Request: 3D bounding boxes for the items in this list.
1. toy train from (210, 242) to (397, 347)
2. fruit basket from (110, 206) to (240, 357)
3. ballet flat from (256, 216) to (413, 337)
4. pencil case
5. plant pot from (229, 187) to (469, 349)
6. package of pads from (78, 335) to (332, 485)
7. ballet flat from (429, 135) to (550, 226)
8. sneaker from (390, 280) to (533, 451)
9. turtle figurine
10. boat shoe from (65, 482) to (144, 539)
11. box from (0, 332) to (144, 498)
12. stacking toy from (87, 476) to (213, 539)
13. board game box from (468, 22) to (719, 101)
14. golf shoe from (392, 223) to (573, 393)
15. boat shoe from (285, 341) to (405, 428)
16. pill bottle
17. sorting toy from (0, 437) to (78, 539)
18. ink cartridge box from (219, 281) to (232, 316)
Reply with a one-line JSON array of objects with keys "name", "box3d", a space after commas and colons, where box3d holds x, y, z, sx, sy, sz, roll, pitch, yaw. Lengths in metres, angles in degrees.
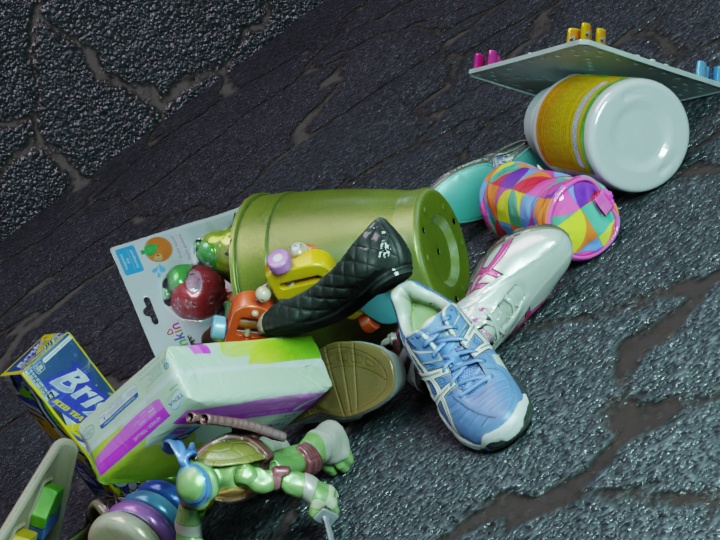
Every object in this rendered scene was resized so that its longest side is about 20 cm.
[{"name": "toy train", "box3d": [-0.039, 0.027, 1.728, 0.198, 0.151, 0.056, 5, 48, -7]}, {"name": "fruit basket", "box3d": [-0.148, 0.017, 1.972, 0.199, 0.186, 0.094, -15, -26, -23]}, {"name": "ballet flat", "box3d": [-0.025, 0.013, 1.637, 0.066, 0.057, 0.200, -9, -17, -47]}, {"name": "pencil case", "box3d": [0.184, -0.063, 1.794, 0.088, 0.089, 0.200, -37, 19, -7]}, {"name": "plant pot", "box3d": [0.000, 0.000, 1.827, 0.192, 0.201, 0.201, -13, 25, 25]}, {"name": "package of pads", "box3d": [-0.142, 0.128, 1.656, 0.154, 0.068, 0.199, -41, -24, 32]}, {"name": "ballet flat", "box3d": [0.159, -0.103, 1.993, 0.199, 0.068, 0.068, -25, 7, -1]}, {"name": "sneaker", "box3d": [0.078, 0.081, 1.547, 0.076, 0.077, 0.200, -40, 39, 0]}, {"name": "turtle figurine", "box3d": [-0.083, 0.211, 1.574, 0.144, 0.200, 0.194, -51, -13, 27]}, {"name": "boat shoe", "box3d": [-0.240, 0.251, 1.773, 0.201, 0.066, 0.072, -46, 22, -27]}, {"name": "box", "box3d": [-0.274, 0.161, 1.850, 0.070, 0.200, 0.064, -44, 19, -28]}, {"name": "stacking toy", "box3d": [-0.171, 0.218, 1.736, 0.085, 0.086, 0.200, -20, 15, 39]}, {"name": "board game box", "box3d": [0.249, -0.210, 1.918, 0.200, 0.199, 0.026, -7, 74, 57]}, {"name": "golf shoe", "box3d": [0.121, 0.041, 1.664, 0.200, 0.073, 0.092, -42, 26, 10]}, {"name": "boat shoe", "box3d": [-0.014, 0.108, 1.725, 0.069, 0.071, 0.199, 2, -12, -38]}, {"name": "pill bottle", "box3d": [0.241, -0.143, 1.847, 0.111, 0.111, 0.200, -38, 17, -9]}, {"name": "sorting toy", "box3d": [-0.329, 0.285, 1.757, 0.200, 0.036, 0.186, -58, -13, -57]}, {"name": "ink cartridge box", "box3d": [-0.089, 0.003, 2.123, 0.200, 0.085, 0.145, -38, 17, -10]}]
